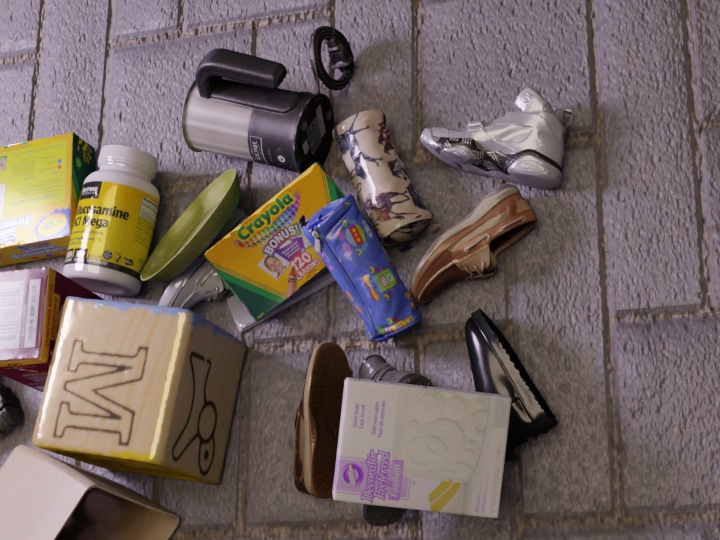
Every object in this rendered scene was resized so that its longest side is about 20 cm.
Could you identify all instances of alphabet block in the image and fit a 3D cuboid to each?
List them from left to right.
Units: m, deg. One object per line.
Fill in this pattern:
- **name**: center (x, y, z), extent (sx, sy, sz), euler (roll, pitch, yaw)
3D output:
- **alphabet block**: center (-0.288, 0.162, 1.728), extent (0.195, 0.195, 0.201), euler (4, 74, 22)

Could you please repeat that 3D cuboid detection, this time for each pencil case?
- **pencil case**: center (0.000, 0.000, 1.694), extent (0.078, 0.087, 0.201), euler (-26, 96, 46)
- **pencil case**: center (0.031, -0.128, 1.770), extent (0.078, 0.089, 0.201), euler (-41, 61, 35)

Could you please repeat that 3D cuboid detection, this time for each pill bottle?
- **pill bottle**: center (-0.351, -0.072, 1.864), extent (0.112, 0.112, 0.201), euler (4, 75, 20)

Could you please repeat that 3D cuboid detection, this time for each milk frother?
- **milk frother**: center (-0.126, -0.253, 1.847), extent (0.187, 0.181, 0.200), euler (15, 36, 22)

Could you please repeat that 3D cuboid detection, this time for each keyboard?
- **keyboard**: center (-0.092, 0.016, 1.805), extent (0.199, 0.011, 0.056), euler (-29, 61, 8)

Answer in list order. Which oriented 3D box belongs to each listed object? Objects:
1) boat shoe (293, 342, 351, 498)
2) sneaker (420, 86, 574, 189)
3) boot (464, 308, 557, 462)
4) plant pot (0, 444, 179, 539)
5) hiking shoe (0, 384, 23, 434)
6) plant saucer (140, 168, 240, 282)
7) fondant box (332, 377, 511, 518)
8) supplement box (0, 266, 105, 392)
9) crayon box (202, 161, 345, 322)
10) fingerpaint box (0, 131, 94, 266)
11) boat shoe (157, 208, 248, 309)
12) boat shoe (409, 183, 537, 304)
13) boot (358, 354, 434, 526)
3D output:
- **boat shoe**: center (-0.060, 0.194, 1.700), extent (0.072, 0.072, 0.201), euler (-2, 86, 51)
- **sneaker**: center (0.186, -0.186, 1.737), extent (0.199, 0.075, 0.115), euler (17, 79, 18)
- **boot**: center (0.139, 0.168, 1.647), extent (0.162, 0.073, 0.199), euler (-36, 64, 12)
- **plant pot**: center (-0.400, 0.345, 1.718), extent (0.177, 0.200, 0.200), euler (30, 84, 36)
- **hiking shoe**: center (-0.575, 0.163, 1.889), extent (0.100, 0.076, 0.200), euler (-36, 66, 2)
- **plant saucer**: center (-0.228, -0.055, 1.802), extent (0.031, 0.200, 0.200), euler (41, 90, -17)
- **fondant box**: center (0.072, 0.211, 1.557), extent (0.199, 0.058, 0.145), euler (6, 89, -1)
- **supplement box**: center (-0.426, 0.088, 1.792), extent (0.103, 0.200, 0.132), euler (-6, 72, 17)
- **crayon box**: center (-0.099, -0.040, 1.759), extent (0.200, 0.058, 0.119), euler (-39, 94, 1)
- **fingerpaint box**: center (-0.500, -0.102, 1.947), extent (0.199, 0.073, 0.168), euler (-10, 70, 17)
- **boat shoe**: center (-0.210, 0.008, 1.811), extent (0.067, 0.074, 0.200), euler (36, 93, 5)
- **boat shoe**: center (0.147, -0.025, 1.700), extent (0.200, 0.076, 0.072), euler (-45, 67, 3)
- **boot**: center (0.027, 0.215, 1.656), extent (0.131, 0.070, 0.201), euler (13, 84, 60)
